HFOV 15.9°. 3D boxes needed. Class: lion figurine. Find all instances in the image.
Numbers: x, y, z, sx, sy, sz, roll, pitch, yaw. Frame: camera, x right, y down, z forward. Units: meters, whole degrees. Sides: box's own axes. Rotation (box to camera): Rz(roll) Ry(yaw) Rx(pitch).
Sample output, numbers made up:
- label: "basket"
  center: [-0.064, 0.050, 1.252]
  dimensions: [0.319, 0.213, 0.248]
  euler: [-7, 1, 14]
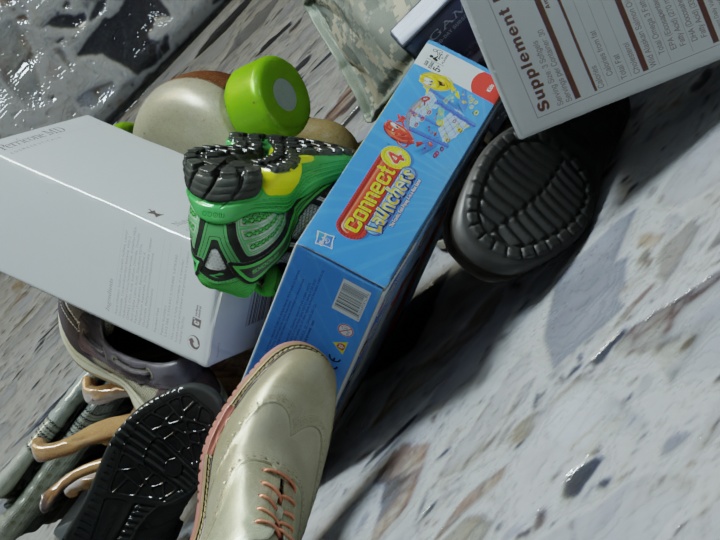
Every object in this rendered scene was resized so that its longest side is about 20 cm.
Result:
- label: "lion figurine"
  center: [-0.131, 0.099, 1.672]
  dimensions: [0.122, 0.073, 0.200]
  euler: [-9, 25, 15]

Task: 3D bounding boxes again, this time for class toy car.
- label: "toy car"
  center: [-0.055, -0.077, 1.736]
  dimensions: [0.164, 0.159, 0.200]
  euler: [-21, 8, 37]

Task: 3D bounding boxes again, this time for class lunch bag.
- label: "lunch bag"
  center: [0.080, -0.197, 1.621]
  dimensions: [0.163, 0.118, 0.200]
  euler: [-24, -12, -26]

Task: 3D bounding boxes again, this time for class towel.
- label: "towel"
  center: [-0.192, 0.105, 1.834]
  dimensions: [0.200, 0.034, 0.193]
  euler: [-54, -6, 6]

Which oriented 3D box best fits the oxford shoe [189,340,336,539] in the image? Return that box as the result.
- label: "oxford shoe"
  center: [-0.050, 0.132, 1.357]
  dimensions: [0.074, 0.071, 0.201]
  euler: [-8, 59, 60]

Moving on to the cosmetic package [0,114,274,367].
- label: "cosmetic package"
  center: [-0.135, -0.022, 1.602]
  dimensions: [0.113, 0.199, 0.082]
  euler: [-24, -48, -54]

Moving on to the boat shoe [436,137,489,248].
- label: "boat shoe"
  center: [0.052, -0.070, 1.686]
  dimensions: [0.073, 0.063, 0.200]
  euler: [-44, 13, 9]

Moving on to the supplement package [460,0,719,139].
- label: "supplement package"
  center: [0.156, -0.174, 1.414]
  dimensions: [0.199, 0.118, 0.117]
  euler: [-21, 19, 11]

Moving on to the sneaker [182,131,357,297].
- label: "sneaker"
  center: [-0.056, -0.034, 1.491]
  dimensions: [0.200, 0.078, 0.086]
  euler: [-24, -58, -68]

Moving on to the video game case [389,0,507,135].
- label: "video game case"
  center: [0.110, -0.154, 1.570]
  dimensions: [0.143, 0.019, 0.200]
  euler: [-45, -30, 5]

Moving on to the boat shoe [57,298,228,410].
- label: "boat shoe"
  center: [-0.141, 0.040, 1.641]
  dimensions: [0.072, 0.065, 0.200]
  euler: [-20, 31, -18]

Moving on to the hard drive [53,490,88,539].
- label: "hard drive"
  center: [-0.127, 0.106, 1.813]
  dimensions: [0.132, 0.027, 0.200]
  euler: [-28, 22, 54]

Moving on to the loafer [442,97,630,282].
- label: "loafer"
  center: [0.098, -0.049, 1.482]
  dimensions: [0.071, 0.073, 0.200]
  euler: [-45, 3, 41]

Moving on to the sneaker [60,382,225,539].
- label: "sneaker"
  center: [-0.137, 0.146, 1.574]
  dimensions: [0.200, 0.060, 0.104]
  euler: [-56, -7, 11]

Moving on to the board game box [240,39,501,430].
- label: "board game box"
  center: [0.000, 0.000, 1.493]
  dimensions: [0.196, 0.056, 0.201]
  euler: [-59, -6, -44]
